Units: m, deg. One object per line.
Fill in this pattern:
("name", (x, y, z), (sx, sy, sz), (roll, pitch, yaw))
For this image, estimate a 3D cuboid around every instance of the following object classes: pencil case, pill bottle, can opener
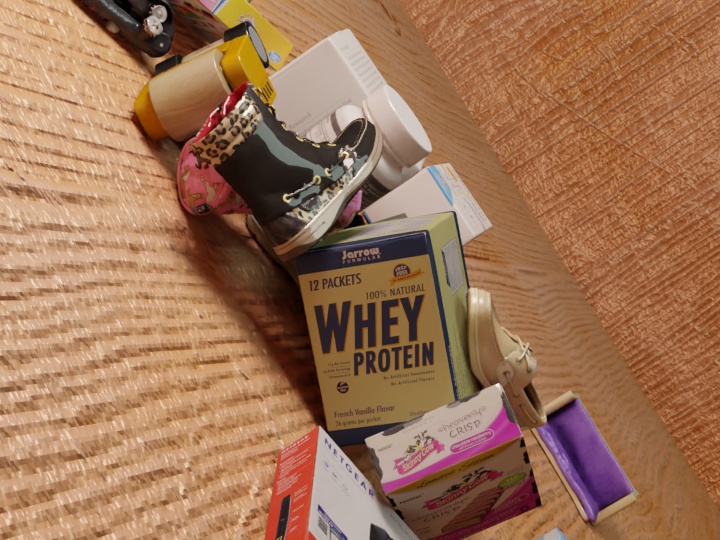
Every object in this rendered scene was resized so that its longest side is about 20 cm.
("pencil case", (-0.092, -0.089, 1.259), (0.199, 0.083, 0.087), (4, 48, -43))
("pill bottle", (-0.023, -0.120, 1.417), (0.113, 0.200, 0.113), (50, 17, -21))
("can opener", (-0.277, -0.299, 1.309), (0.200, 0.078, 0.064), (36, 64, -43))

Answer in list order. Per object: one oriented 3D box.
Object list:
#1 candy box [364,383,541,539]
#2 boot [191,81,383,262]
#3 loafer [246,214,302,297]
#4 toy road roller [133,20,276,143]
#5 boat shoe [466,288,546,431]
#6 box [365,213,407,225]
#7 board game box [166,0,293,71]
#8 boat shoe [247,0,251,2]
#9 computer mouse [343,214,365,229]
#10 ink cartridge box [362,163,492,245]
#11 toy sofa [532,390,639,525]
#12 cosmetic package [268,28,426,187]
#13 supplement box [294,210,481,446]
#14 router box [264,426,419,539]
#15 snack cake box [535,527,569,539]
("candy box", (0.094, 0.195, 1.162), (0.200, 0.136, 0.061), (65, 3, -58))
("boot", (-0.068, -0.122, 1.186), (0.151, 0.073, 0.200), (47, 51, -18))
("loafer", (-0.046, -0.009, 1.369), (0.200, 0.070, 0.070), (51, 16, -18))
("toy road roller", (-0.146, -0.170, 1.311), (0.200, 0.122, 0.146), (-82, 147, -68))
("boat shoe", (0.153, 0.095, 1.277), (0.072, 0.065, 0.201), (-81, 158, -50))
("box", (0.065, 0.029, 1.575), (0.082, 0.068, 0.200), (88, -19, -56))
("board game box", (-0.194, -0.330, 1.494), (0.153, 0.040, 0.200), (29, -5, 40))
("boat shoe", (-0.187, -0.428, 1.786), (0.062, 0.075, 0.200), (42, 16, -27))
("computer mouse", (0.000, 0.000, 1.483), (0.141, 0.046, 0.201), (81, -6, -57))
("ink cartridge box", (0.108, -0.079, 1.867), (0.129, 0.125, 0.200), (56, 16, 2))
("toy sofa", (0.354, 0.297, 1.932), (0.200, 0.083, 0.098), (60, 15, 14))
("cosmetic package", (-0.035, -0.179, 1.564), (0.200, 0.166, 0.167), (55, 15, -7))
("supplement box", (0.038, 0.054, 1.258), (0.200, 0.134, 0.201), (-32, 112, -74))
("router box", (0.001, 0.256, 1.022), (0.200, 0.049, 0.180), (51, 17, -19))
("snack cake box", (0.258, 0.419, 1.433), (0.115, 0.067, 0.200), (46, 18, -34))
